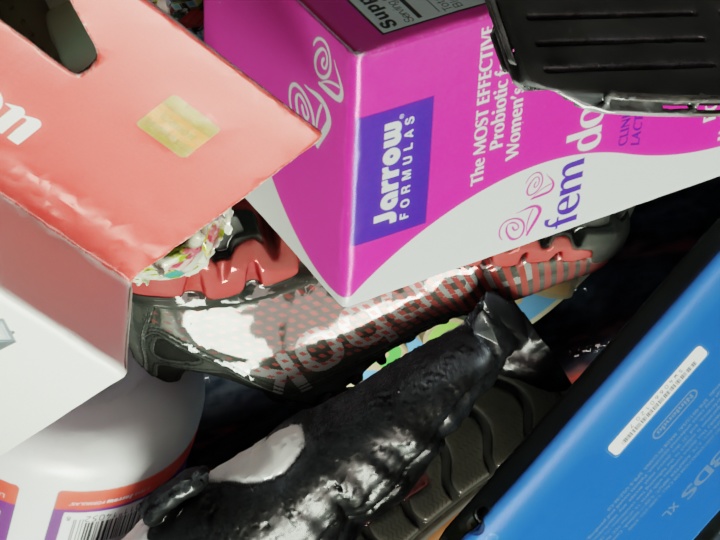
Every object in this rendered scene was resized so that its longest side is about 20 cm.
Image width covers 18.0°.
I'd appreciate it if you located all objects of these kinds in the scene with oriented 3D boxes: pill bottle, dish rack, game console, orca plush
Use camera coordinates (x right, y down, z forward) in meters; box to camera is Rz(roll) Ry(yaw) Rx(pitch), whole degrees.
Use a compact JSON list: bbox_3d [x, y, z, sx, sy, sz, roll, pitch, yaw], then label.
[{"bbox_3d":[-0.135,0.100,0.908,0.112,0.113,0.200,2,133,-21],"label":"pill bottle"},{"bbox_3d":[0.092,-0.134,0.699,0.153,0.201,0.055,-4,145,-14],"label":"dish rack"},{"bbox_3d":[0.108,0.041,0.885,0.200,0.118,0.171,-49,137,4],"label":"game console"},{"bbox_3d":[-0.008,0.094,0.824,0.200,0.071,0.105,-30,160,0],"label":"orca plush"}]

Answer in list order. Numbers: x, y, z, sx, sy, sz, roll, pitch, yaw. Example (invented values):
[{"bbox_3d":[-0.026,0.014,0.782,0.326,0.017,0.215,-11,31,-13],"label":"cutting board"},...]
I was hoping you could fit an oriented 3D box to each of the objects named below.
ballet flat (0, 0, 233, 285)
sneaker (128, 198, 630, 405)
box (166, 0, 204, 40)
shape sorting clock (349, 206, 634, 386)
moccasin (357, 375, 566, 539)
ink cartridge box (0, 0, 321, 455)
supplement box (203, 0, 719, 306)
[{"bbox_3d":[-0.092,-0.084,0.717,0.075,0.064,0.200,-27,106,1],"label":"ballet flat"},{"bbox_3d":[0.000,0.000,0.833,0.200,0.071,0.098,-6,129,-9],"label":"sneaker"},{"bbox_3d":[-0.090,-0.090,0.792,0.200,0.035,0.110,-30,135,12],"label":"box"},{"bbox_3d":[0.021,-0.025,0.892,0.199,0.039,0.200,-10,136,-9],"label":"shape sorting clock"},{"bbox_3d":[-0.001,0.102,0.969,0.201,0.074,0.078,-37,167,-15],"label":"moccasin"},{"bbox_3d":[-0.140,-0.031,0.649,0.176,0.045,0.200,-33,128,29],"label":"ink cartridge box"},{"bbox_3d":[0.055,-0.081,0.762,0.199,0.103,0.101,-19,134,-24],"label":"supplement box"}]
